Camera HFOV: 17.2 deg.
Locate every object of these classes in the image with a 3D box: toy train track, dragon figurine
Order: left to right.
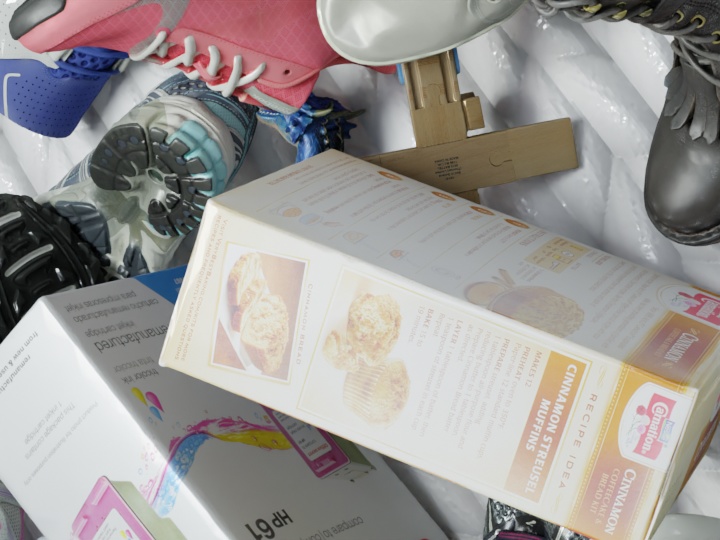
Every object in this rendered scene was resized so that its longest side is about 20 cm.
[{"bbox_3d":[0.000,0.000,1.097,0.200,0.059,0.099,52,121,29],"label":"dragon figurine"},{"bbox_3d":[0.030,-0.089,1.056,0.115,0.033,0.200,-11,100,-2],"label":"toy train track"}]

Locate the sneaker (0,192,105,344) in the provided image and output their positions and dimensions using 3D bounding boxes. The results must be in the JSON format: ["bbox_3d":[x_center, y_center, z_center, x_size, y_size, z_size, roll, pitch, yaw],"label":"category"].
[{"bbox_3d":[-0.157,0.056,1.187,0.079,0.074,0.200,2,118,50],"label":"sneaker"}]

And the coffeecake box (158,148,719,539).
[{"bbox_3d":[0.045,0.026,0.955,0.200,0.154,0.073,21,106,13],"label":"coffeecake box"}]

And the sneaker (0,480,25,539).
[{"bbox_3d":[-0.209,0.154,1.236,0.088,0.081,0.200,-134,40,-78],"label":"sneaker"}]

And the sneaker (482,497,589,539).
[{"bbox_3d":[0.073,0.159,1.017,0.081,0.075,0.200,1,90,53],"label":"sneaker"}]

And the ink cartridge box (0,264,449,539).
[{"bbox_3d":[-0.064,0.101,1.072,0.200,0.145,0.085,51,118,14],"label":"ink cartridge box"}]

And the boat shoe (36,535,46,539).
[{"bbox_3d":[-0.121,0.194,1.158,0.200,0.071,0.091,13,65,50],"label":"boat shoe"}]

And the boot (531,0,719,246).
[{"bbox_3d":[0.120,-0.103,0.919,0.069,0.174,0.200,33,111,35],"label":"boot"}]

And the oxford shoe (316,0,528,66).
[{"bbox_3d":[0.063,-0.145,0.983,0.200,0.058,0.075,-25,97,23],"label":"oxford shoe"}]

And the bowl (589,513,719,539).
[{"bbox_3d":[0.124,0.160,0.931,0.200,0.200,0.108,-32,43,36],"label":"bowl"}]

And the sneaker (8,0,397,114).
[{"bbox_3d":[-0.055,-0.109,1.061,0.074,0.200,0.087,-15,89,64],"label":"sneaker"}]

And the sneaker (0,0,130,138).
[{"bbox_3d":[-0.116,-0.143,1.176,0.115,0.081,0.199,45,116,36],"label":"sneaker"}]

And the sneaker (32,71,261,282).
[{"bbox_3d":[-0.102,-0.042,1.183,0.078,0.086,0.200,45,145,-9],"label":"sneaker"}]
